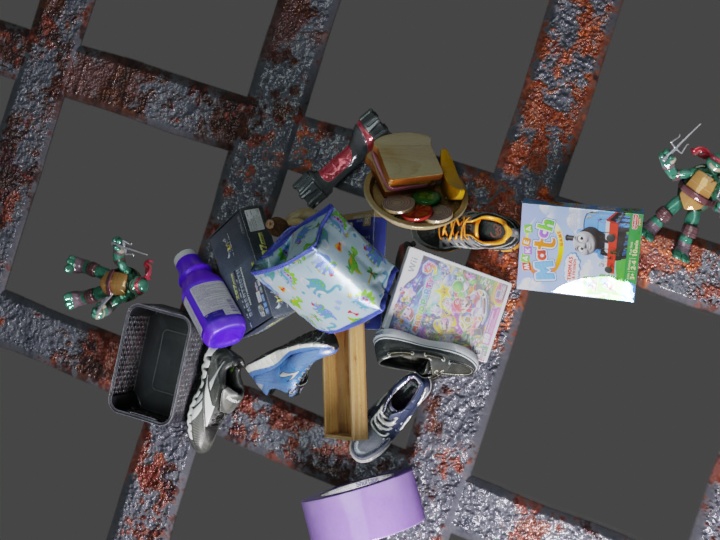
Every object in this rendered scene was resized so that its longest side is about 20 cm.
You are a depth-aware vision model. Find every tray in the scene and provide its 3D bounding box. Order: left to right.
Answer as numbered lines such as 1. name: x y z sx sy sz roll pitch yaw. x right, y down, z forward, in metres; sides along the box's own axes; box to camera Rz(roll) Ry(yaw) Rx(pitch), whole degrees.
1. tray: -0.028 0.191 1.707 0.098 0.036 0.204 -8 83 57

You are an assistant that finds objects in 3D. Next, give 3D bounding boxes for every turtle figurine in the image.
1. turtle figurine: -0.465 0.024 1.816 0.197 0.100 0.153 -1 69 31
2. turtle figurine: 0.542 -0.124 1.579 0.149 0.100 0.202 40 114 31

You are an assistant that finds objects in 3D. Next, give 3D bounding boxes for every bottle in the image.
1. bottle: -0.279 0.047 1.757 0.201 0.082 0.066 55 140 31

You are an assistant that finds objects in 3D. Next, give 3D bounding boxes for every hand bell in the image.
1. hand bell: -0.123 -0.069 1.690 0.102 0.200 0.106 -1 85 13

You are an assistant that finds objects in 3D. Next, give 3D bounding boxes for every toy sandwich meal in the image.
1. toy sandwich meal: 0.096 -0.154 1.664 0.202 0.206 0.071 21 136 14

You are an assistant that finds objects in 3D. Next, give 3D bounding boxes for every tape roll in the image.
1. tape roll: 0.004 0.399 1.628 0.197 0.200 0.087 -17 82 12

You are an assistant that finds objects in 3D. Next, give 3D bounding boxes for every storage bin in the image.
1. storage bin: -0.367 0.170 1.789 0.133 0.094 0.204 13 90 16

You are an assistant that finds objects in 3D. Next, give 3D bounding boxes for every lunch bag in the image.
1. lunch bag: -0.064 0.011 1.597 0.170 0.129 0.199 42 134 -19

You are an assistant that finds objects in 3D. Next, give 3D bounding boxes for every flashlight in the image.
1. flashlight: -0.035 -0.201 1.745 0.199 0.068 0.068 -39 80 8

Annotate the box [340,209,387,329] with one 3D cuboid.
1. box: 0.000 0.000 1.705 0.120 0.032 0.204 -3 84 59

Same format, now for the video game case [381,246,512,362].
1. video game case: 0.149 0.059 1.660 0.197 0.018 0.146 19 91 -14

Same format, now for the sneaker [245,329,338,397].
1. sneaker: -0.110 0.169 1.730 0.198 0.078 0.090 -26 93 35

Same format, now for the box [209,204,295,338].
1. box: -0.196 0.005 1.735 0.050 0.157 0.204 -12 81 -32

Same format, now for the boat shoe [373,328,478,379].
1. boat shoe: 0.110 0.152 1.634 0.197 0.069 0.057 16 52 -20

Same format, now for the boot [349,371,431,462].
1. boot: 0.043 0.252 1.684 0.072 0.090 0.201 39 96 13

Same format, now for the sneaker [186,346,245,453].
1. sneaker: -0.257 0.236 1.763 0.089 0.066 0.204 12 87 37

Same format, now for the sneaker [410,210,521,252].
1. sneaker: 0.181 -0.072 1.678 0.196 0.077 0.080 0 88 15

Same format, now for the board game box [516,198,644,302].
1. board game box: 0.364 -0.034 1.623 0.196 0.037 0.154 7 110 17

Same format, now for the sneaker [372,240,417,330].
1. sneaker: 0.065 0.050 1.701 0.096 0.071 0.205 0 88 12
